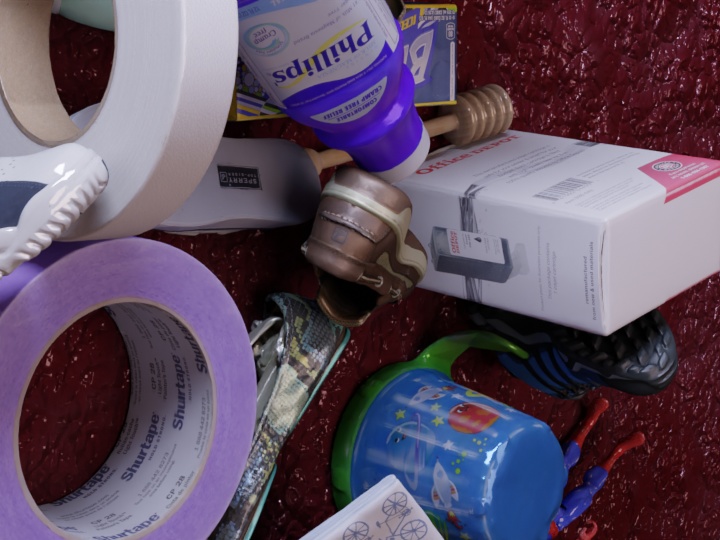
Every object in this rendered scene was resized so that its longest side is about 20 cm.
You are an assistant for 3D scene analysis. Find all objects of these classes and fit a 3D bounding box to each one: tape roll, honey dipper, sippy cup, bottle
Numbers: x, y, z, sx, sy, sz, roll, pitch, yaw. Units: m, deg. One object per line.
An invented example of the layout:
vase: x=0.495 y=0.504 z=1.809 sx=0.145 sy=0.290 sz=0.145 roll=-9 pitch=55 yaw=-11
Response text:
tape roll: x=-0.140 y=-0.116 z=0.730 sx=0.037 sy=0.201 sz=0.206 roll=-6 pitch=101 yaw=-47
honey dipper: x=0.027 y=-0.094 z=1.025 sx=0.198 sy=0.038 sz=0.039 roll=-19 pitch=110 yaw=-38
sippy cup: x=0.069 y=0.142 z=1.035 sx=0.139 sy=0.129 sz=0.180 roll=-19 pitch=111 yaw=-41
tape roll: x=-0.158 y=0.078 z=0.826 sx=0.198 sy=0.084 sz=0.203 roll=-8 pitch=102 yaw=-44
bottle: x=-0.019 y=-0.123 z=0.810 sx=0.200 sy=0.083 sz=0.066 roll=54 pitch=15 yaw=-48

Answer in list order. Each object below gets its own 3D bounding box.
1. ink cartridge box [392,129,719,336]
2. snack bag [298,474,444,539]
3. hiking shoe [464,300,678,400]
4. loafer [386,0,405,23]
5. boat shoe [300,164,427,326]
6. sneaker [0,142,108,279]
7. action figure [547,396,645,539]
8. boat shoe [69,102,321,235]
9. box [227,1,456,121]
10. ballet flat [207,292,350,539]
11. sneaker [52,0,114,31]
ink cartridge box: x=0.130 y=-0.034 z=1.018 sx=0.145 sy=0.199 sz=0.086 roll=-23 pitch=118 yaw=-40
snack bag: x=-0.021 y=0.236 z=0.950 sx=0.199 sy=0.021 sz=0.189 roll=-33 pitch=132 yaw=0
hiking shoe: x=0.163 y=0.056 z=1.064 sx=0.074 sy=0.199 sz=0.087 roll=-38 pitch=120 yaw=-18
loafer: x=-0.038 y=-0.211 z=0.857 sx=0.200 sy=0.069 sz=0.075 roll=50 pitch=44 yaw=-10
boat shoe: x=-0.006 y=-0.003 z=0.935 sx=0.076 sy=0.074 sz=0.202 roll=-64 pitch=166 yaw=-10
sneaker: x=-0.224 y=-0.048 z=0.683 sx=0.131 sy=0.197 sz=0.080 roll=63 pitch=27 yaw=-17
action figure: x=0.163 y=0.179 z=1.162 sx=0.065 sy=0.099 sz=0.200 roll=40 pitch=62 yaw=4
boat shoe: x=-0.110 y=-0.055 z=0.867 sx=0.199 sy=0.065 sz=0.073 roll=-2 pitch=80 yaw=-51
box: x=-0.024 y=-0.136 z=0.941 sx=0.199 sy=0.064 sz=0.071 roll=-11 pitch=104 yaw=-45
ballet flat: x=-0.078 y=0.104 z=0.935 sx=0.074 sy=0.074 sz=0.202 roll=42 pitch=65 yaw=-40
sneaker: x=-0.098 y=-0.224 z=0.818 sx=0.117 sy=0.074 sz=0.203 roll=18 pitch=93 yaw=-16
